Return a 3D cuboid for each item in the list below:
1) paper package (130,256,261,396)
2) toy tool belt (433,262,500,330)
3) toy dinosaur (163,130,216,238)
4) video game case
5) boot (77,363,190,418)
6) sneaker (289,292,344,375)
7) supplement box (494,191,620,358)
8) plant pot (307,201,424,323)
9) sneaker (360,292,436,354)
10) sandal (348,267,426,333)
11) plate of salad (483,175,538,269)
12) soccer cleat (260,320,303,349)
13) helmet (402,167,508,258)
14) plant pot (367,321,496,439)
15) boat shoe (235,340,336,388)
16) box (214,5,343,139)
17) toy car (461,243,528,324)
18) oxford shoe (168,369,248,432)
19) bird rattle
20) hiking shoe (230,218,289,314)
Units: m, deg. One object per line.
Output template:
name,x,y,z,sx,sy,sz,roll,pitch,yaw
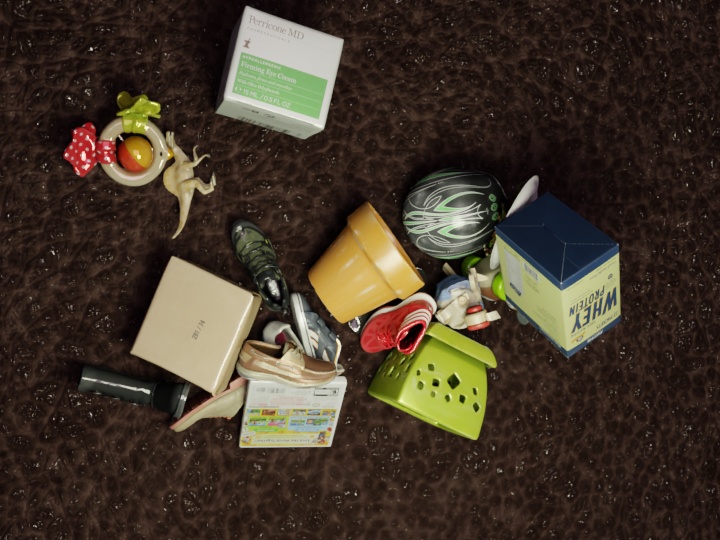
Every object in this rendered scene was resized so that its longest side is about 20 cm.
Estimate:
paper package,-0.309,0.103,1.573,0.187,0.103,0.204,24,89,4
toy tool belt,0.201,0.048,1.655,0.122,0.200,0.126,-16,93,-5
toy dinosaur,-0.333,-0.168,1.605,0.098,0.058,0.206,-7,89,-1
video game case,-0.138,0.285,1.663,0.195,0.023,0.185,3,125,-17
boot,-0.427,0.218,1.548,0.196,0.164,0.067,22,69,-16
sneaker,-0.087,0.131,1.684,0.078,0.078,0.205,-18,110,-9
supplement box,0.368,0.007,1.540,0.132,0.200,0.202,-30,134,-12
plant pot,0.000,0.000,1.651,0.182,0.201,0.202,-36,104,6
sneaker,0.060,0.127,1.650,0.078,0.116,0.199,43,124,-11
sandal,0.063,0.067,1.738,0.198,0.045,0.076,-35,103,-11
plate of salad,0.297,-0.099,1.636,0.047,0.200,0.203,28,85,18
soccer cleat,-0.137,0.197,1.661,0.069,0.085,0.204,-32,103,-34
helmet,0.185,-0.117,1.695,0.187,0.198,0.206,-14,99,-32
plant pot,0.154,0.216,1.706,0.197,0.198,0.185,26,81,-16
boat shoe,-0.138,0.175,1.582,0.195,0.076,0.074,7,110,-15
box,-0.157,-0.364,1.556,0.194,0.200,0.176,14,89,-16
toy car,0.333,0.050,1.769,0.156,0.164,0.203,-34,115,-11
oxford shoe,-0.284,0.272,1.641,0.197,0.070,0.076,-31,108,-11
bird rattle,-0.439,-0.231,1.533,0.200,0.112,0.164,-43,110,-7
hiking shoe,-0.189,-0.011,1.627,0.075,0.100,0.203,-31,102,-12
